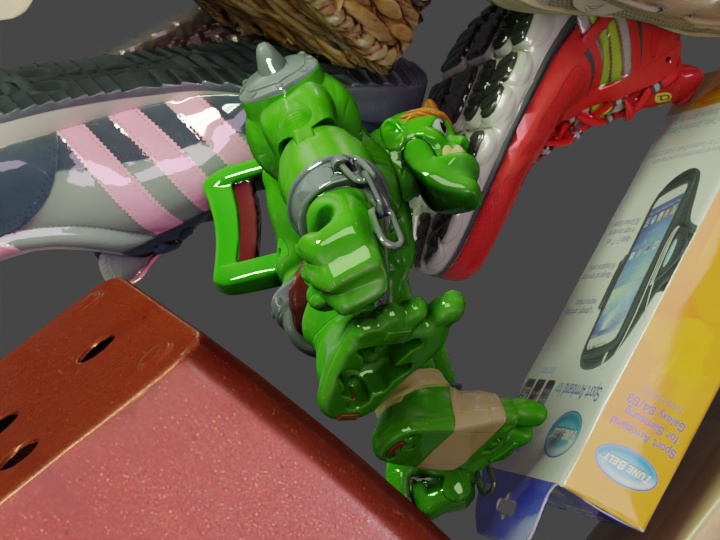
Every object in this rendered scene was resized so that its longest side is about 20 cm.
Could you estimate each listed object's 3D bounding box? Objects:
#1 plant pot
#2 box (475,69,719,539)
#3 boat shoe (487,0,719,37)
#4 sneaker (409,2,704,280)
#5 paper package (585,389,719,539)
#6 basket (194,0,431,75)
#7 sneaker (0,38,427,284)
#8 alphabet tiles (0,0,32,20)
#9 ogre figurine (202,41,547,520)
[{"bbox_3d":[-0.073,0.118,0.836,0.200,0.200,0.177,-39,108,-9],"label":"plant pot"},{"bbox_3d":[0.109,0.018,0.929,0.041,0.119,0.201,28,85,-9],"label":"box"},{"bbox_3d":[0.129,-0.119,0.900,0.199,0.065,0.073,-5,100,-40],"label":"boat shoe"},{"bbox_3d":[0.087,-0.077,0.952,0.085,0.077,0.201,31,86,-18],"label":"sneaker"},{"bbox_3d":[0.203,0.116,0.953,0.190,0.103,0.200,40,82,-9],"label":"paper package"},{"bbox_3d":[-0.039,-0.180,0.862,0.200,0.143,0.149,35,83,-35],"label":"basket"},{"bbox_3d":[-0.071,-0.038,0.933,0.199,0.070,0.082,-7,111,-11],"label":"sneaker"},{"bbox_3d":[-0.169,-0.188,0.891,0.195,0.015,0.201,-6,100,-26],"label":"alphabet tiles"},{"bbox_3d":[0.000,0.000,0.865,0.098,0.200,0.120,-32,59,18],"label":"ogre figurine"}]
